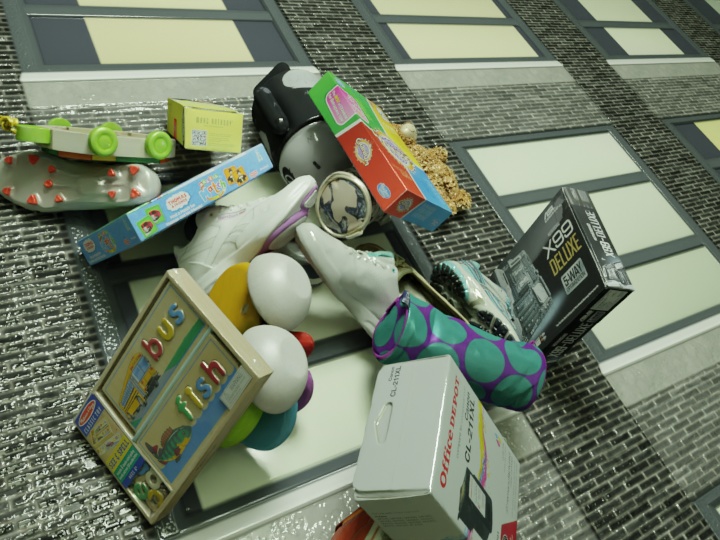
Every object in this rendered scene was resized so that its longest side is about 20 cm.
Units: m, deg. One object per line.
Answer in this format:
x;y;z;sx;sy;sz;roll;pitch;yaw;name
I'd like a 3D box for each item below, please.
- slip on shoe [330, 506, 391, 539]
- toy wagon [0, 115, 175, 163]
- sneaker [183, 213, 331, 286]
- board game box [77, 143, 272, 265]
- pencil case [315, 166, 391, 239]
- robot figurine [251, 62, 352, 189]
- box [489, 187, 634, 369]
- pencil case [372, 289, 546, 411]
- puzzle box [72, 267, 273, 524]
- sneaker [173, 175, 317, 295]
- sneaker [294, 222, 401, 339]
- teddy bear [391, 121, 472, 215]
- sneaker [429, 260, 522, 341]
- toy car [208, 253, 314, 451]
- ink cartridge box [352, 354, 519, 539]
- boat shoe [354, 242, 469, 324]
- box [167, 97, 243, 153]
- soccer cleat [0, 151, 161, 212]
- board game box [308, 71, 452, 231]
0.005;0.264;0.647;0.060;0.076;0.200;11;34;29;slip on shoe
-0.328;-0.158;0.781;0.197;0.041;0.153;-6;18;-44;toy wagon
-0.124;-0.048;0.823;0.195;0.083;0.072;16;50;-12;sneaker
-0.217;-0.078;0.764;0.199;0.149;0.037;-38;106;-41;board game box
0.001;-0.095;0.869;0.091;0.077;0.200;56;19;-2;pencil case
-0.087;-0.205;0.941;0.147;0.126;0.203;-14;60;-29;robot figurine
0.257;0.018;0.865;0.048;0.202;0.161;6;51;-22;box
0.116;0.094;0.758;0.196;0.085;0.094;23;50;-13;pencil case
-0.179;0.117;0.596;0.133;0.202;0.025;43;20;16;puzzle box
-0.138;-0.054;0.755;0.100;0.199;0.075;52;6;9;sneaker
0.000;0.000;0.781;0.201;0.088;0.075;50;-2;-34;sneaker
0.101;-0.165;1.031;0.142;0.067;0.203;-7;57;-32;teddy bear
0.183;0.061;0.883;0.085;0.078;0.202;-15;61;-36;sneaker
-0.112;0.097;0.684;0.150;0.172;0.204;42;34;-40;toy car
0.085;0.207;0.643;0.202;0.081;0.148;55;36;-34;ink cartridge box
0.067;0.029;0.863;0.072;0.064;0.201;-27;68;-38;boat shoe
-0.210;-0.194;0.851;0.073;0.052;0.200;0;17;-24;box
-0.342;-0.103;0.788;0.194;0.078;0.072;3;89;-3;soccer cleat
0.028;-0.153;0.852;0.203;0.040;0.152;59;21;21;board game box
